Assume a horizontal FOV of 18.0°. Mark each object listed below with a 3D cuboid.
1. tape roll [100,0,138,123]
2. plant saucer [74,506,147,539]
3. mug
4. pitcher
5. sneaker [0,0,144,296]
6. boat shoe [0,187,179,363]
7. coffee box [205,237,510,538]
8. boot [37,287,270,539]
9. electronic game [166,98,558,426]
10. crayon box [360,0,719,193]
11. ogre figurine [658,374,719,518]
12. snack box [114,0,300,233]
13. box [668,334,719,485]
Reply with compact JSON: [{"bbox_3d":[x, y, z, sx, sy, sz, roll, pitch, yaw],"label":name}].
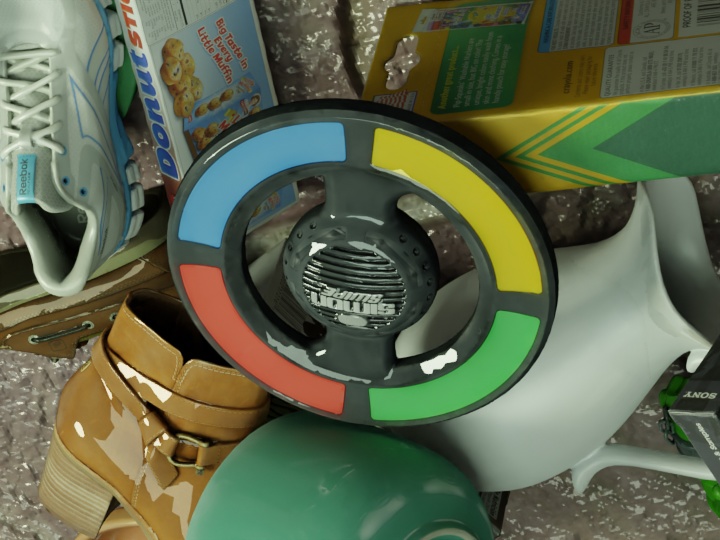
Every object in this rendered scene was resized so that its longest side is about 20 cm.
[{"bbox_3d":[-0.211,-0.138,1.217,0.200,0.048,0.201,5,126,7],"label":"tape roll"},{"bbox_3d":[-0.085,0.204,1.412,0.199,0.038,0.200,16,143,12],"label":"plant saucer"},{"bbox_3d":[0.010,0.155,1.205,0.114,0.185,0.153,18,125,44],"label":"mug"},{"bbox_3d":[0.122,0.062,1.234,0.200,0.121,0.172,-32,84,29],"label":"pitcher"},{"bbox_3d":[-0.160,-0.075,1.170,0.075,0.087,0.201,-4,122,15],"label":"sneaker"},{"bbox_3d":[-0.181,0.023,1.309,0.199,0.072,0.068,-20,118,22],"label":"boat shoe"},{"bbox_3d":[-0.018,0.093,1.323,0.113,0.080,0.200,-35,112,31],"label":"coffee box"},{"bbox_3d":[-0.071,0.103,1.256,0.200,0.077,0.156,29,123,1],"label":"boot"},{"bbox_3d":[0.000,0.000,1.130,0.199,0.042,0.201,8,130,9],"label":"electronic game"},{"bbox_3d":[0.106,-0.094,1.142,0.199,0.126,0.052,-5,124,14],"label":"crayon box"},{"bbox_3d":[0.261,0.138,1.277,0.199,0.098,0.120,10,154,15],"label":"ogre figurine"},{"bbox_3d":[-0.084,-0.106,1.203,0.024,0.072,0.201,26,139,44],"label":"snack box"},{"bbox_3d":[0.253,0.054,1.182,0.036,0.200,0.143,0,134,52],"label":"box"}]
